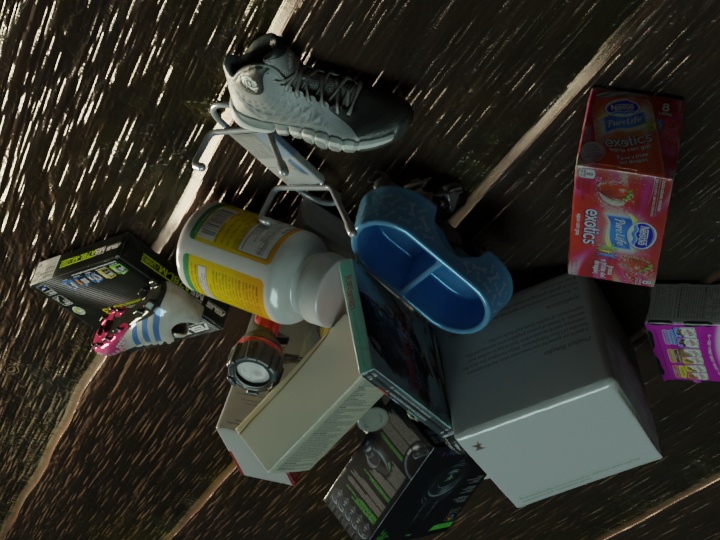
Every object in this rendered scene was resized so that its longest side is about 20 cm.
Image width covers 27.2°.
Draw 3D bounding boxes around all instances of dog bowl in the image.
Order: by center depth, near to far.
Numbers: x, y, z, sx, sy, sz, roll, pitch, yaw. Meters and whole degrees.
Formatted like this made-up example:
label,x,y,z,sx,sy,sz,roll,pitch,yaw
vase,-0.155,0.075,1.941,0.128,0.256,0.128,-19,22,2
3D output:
label,x,y,z,sx,sy,sz,roll,pitch,yaw
dog bowl,0.073,-0.006,1.630,0.200,0.050,0.111,40,140,-10

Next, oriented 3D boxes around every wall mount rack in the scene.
label,x,y,z,sx,sy,sz,roll,pitch,yaw
wall mount rack,-0.085,-0.101,1.623,0.174,0.075,0.200,4,152,47

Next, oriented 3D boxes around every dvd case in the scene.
label,x,y,z,sx,sy,sz,roll,pitch,yaw
dvd case,0.042,0.088,1.662,0.022,0.146,0.200,-24,144,18

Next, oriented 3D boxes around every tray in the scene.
label,x,y,z,sx,sy,sz,roll,pitch,yaw
tray,0.000,0.000,1.758,0.200,0.022,0.107,33,145,7

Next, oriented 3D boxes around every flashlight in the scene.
label,x,y,z,sx,sy,sz,roll,pitch,yaw
flashlight,-0.107,0.058,1.794,0.068,0.200,0.068,7,133,10

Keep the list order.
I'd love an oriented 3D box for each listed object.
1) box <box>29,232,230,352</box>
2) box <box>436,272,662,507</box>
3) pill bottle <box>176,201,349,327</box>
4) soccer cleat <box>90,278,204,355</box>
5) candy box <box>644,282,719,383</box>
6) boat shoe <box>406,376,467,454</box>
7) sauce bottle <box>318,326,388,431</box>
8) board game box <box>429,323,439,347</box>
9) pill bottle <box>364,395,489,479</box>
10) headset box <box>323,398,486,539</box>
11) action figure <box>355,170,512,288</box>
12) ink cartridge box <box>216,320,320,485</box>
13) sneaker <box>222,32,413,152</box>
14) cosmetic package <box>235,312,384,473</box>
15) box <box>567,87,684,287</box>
label,x,y,z,sx,sy,sz,roll,pitch,yaw
box,-0.310,0.034,2.001,0.200,0.048,0.193,-15,137,41
box,0.224,0.142,1.760,0.199,0.172,0.200,-22,138,17
pill bottle,-0.107,-0.003,1.733,0.200,0.113,0.113,18,155,30
soccer cleat,-0.278,0.076,1.943,0.086,0.070,0.200,30,145,-25
candy box,0.439,0.074,1.714,0.199,0.061,0.136,2,147,23
boat shoe,0.072,0.145,1.799,0.060,0.200,0.074,-38,160,15
sauce bottle,-0.005,0.121,1.862,0.065,0.200,0.065,-9,129,-11
board game box,0.061,0.024,1.826,0.200,0.039,0.158,22,151,4
pill bottle,0.106,0.211,2.042,0.200,0.113,0.112,28,148,-21
headset box,0.072,0.256,1.901,0.174,0.093,0.200,-1,132,-48
action figure,0.081,-0.044,1.677,0.200,0.069,0.130,43,148,-21
ink cartridge box,-0.107,0.160,1.968,0.083,0.200,0.147,9,149,17
sneaker,-0.050,-0.184,1.495,0.199,0.075,0.116,6,147,17
cosmetic package,-0.039,0.145,1.740,0.200,0.073,0.103,-47,157,15
box,0.265,-0.080,1.496,0.095,0.100,0.200,9,149,11
